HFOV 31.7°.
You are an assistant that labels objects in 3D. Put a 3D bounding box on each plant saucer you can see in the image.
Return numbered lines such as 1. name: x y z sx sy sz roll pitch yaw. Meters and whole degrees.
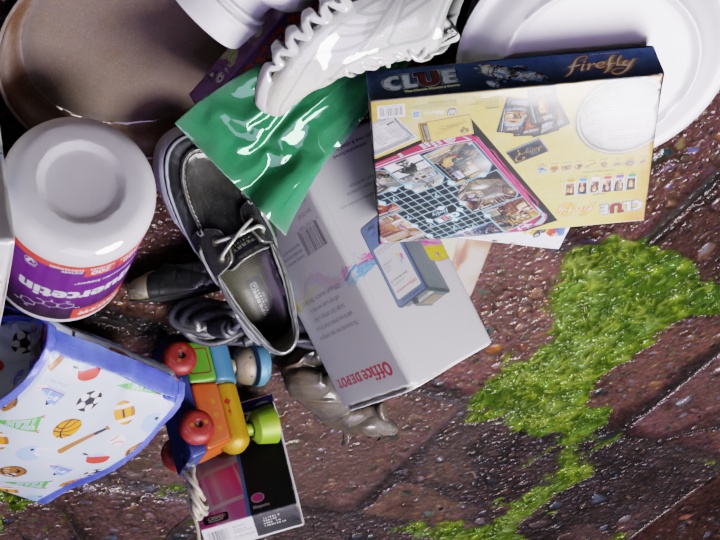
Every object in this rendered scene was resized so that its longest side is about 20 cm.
1. plant saucer: -0.168 -0.163 0.936 0.198 0.032 0.201 -12 141 -10

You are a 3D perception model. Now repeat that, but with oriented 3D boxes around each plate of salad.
1. plate of salad: 0.164 -0.155 0.895 0.198 0.048 0.201 -3 135 -3

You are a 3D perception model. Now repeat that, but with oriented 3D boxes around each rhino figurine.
1. rhino figurine: -0.016 0.136 1.333 0.087 0.060 0.200 -10 146 20

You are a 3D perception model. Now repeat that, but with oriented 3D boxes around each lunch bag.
1. lunch bag: -0.281 0.112 1.138 0.199 0.125 0.170 -25 145 31

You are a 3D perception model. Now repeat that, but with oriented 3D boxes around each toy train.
1. toy train: -0.126 0.159 1.207 0.115 0.201 0.085 -5 153 -27

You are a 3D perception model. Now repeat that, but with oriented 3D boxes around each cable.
1. cable: -0.076 0.055 1.167 0.199 0.051 0.162 7 168 -43

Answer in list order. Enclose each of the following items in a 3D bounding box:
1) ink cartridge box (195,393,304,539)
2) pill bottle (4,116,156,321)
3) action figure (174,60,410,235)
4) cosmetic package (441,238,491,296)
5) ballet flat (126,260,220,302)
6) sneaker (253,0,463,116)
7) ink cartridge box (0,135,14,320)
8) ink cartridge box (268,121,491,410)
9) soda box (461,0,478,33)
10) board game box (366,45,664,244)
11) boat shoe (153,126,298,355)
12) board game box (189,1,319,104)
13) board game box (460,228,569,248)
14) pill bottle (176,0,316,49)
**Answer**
1. ink cartridge box: -0.119 0.186 1.251 0.094 0.200 0.037 -16 123 -4
2. pill bottle: -0.227 -0.029 0.977 0.111 0.113 0.200 -2 161 -20
3. action figure: -0.025 -0.137 0.912 0.200 0.055 0.118 -45 121 -1
4. cosmetic package: 0.061 -0.045 1.117 0.087 0.104 0.201 -4 140 -19
5. ballet flat: -0.117 -0.016 1.132 0.199 0.057 0.066 -20 -179 4
6. sneaker: 0.014 -0.161 0.831 0.200 0.075 0.081 -39 95 13
7. ink cartridge box: -0.328 -0.044 0.873 0.146 0.201 0.145 1 138 -23
8. ink cartridge box: 0.000 0.000 1.024 0.087 0.201 0.145 -25 178 -25
9. soda box: 0.134 -0.231 0.951 0.064 0.068 0.201 -3 139 -17
10. board game box: 0.107 -0.086 0.900 0.198 0.035 0.136 -5 135 -1
11. boat shoe: -0.094 -0.023 0.999 0.072 0.071 0.201 -33 115 -12
12. board game box: -0.023 -0.178 0.950 0.200 0.032 0.120 -46 140 19
13. board game box: 0.137 -0.111 0.981 0.125 0.035 0.201 6 124 -26
14. pill bottle: -0.037 -0.241 0.819 0.200 0.109 0.109 -40 138 15
